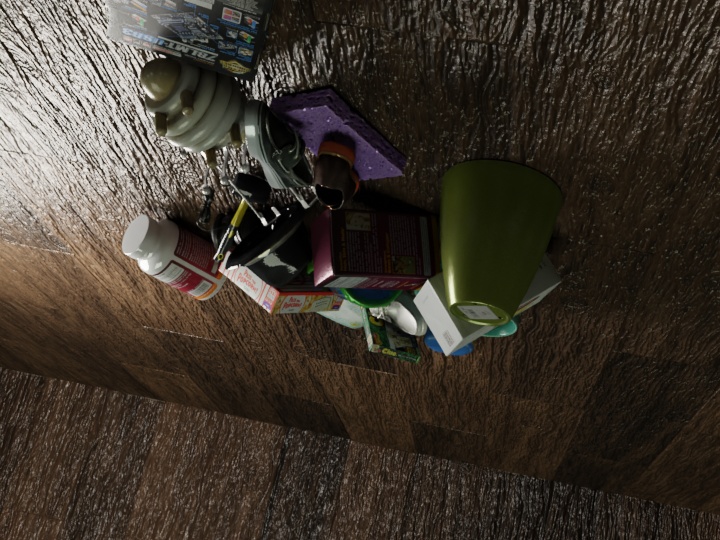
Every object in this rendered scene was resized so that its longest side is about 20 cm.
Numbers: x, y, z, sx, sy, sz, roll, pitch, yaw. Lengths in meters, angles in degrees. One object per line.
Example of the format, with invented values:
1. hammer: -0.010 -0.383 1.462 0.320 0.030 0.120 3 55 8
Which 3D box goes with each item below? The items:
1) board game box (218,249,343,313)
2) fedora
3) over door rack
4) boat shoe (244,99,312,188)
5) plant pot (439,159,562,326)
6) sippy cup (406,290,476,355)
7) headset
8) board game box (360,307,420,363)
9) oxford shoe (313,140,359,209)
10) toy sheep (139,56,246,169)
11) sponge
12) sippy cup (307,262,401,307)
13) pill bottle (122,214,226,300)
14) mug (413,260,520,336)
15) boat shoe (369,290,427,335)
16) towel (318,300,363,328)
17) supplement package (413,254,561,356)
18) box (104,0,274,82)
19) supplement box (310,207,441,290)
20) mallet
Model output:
1. board game box: -0.141 0.020 1.747 0.151 0.047 0.199 36 -160 30
2. fedora: -0.136 -0.033 1.601 0.092 0.201 0.200 51 147 -14
3. over door rack: -0.178 -0.143 1.473 0.200 0.067 0.147 41 150 -22
4. boat shoe: -0.110 -0.178 1.326 0.070 0.073 0.200 2 161 11
5. plant pot: 0.193 -0.028 1.399 0.184 0.203 0.188 11 160 4
6. sippy cup: 0.177 0.086 1.799 0.176 0.132 0.139 -5 153 39
7. headset: -0.222 -0.086 1.728 0.122 0.096 0.199 0 171 34
8. board game box: 0.051 0.093 1.823 0.103 0.201 0.024 13 124 -20
9. oxford shoe: -0.044 -0.123 1.399 0.070 0.074 0.200 14 166 6
10. toy sheep: -0.216 -0.218 1.269 0.136 0.140 0.199 -3 153 37
11. sponge: -0.031 -0.191 1.366 0.110 0.030 0.199 -2 155 37
12. sippy cup: 0.000 0.000 1.690 0.178 0.140 0.130 44 163 -12
13. pill bottle: -0.365 -0.029 1.869 0.112 0.115 0.199 -7 150 43
14. mug: 0.202 0.030 1.662 0.151 0.116 0.184 -6 151 43
15. boat shoe: 0.045 0.064 1.776 0.069 0.072 0.199 -16 -141 -35
16. towel: -0.042 0.062 1.992 0.198 0.049 0.171 22 158 -21
17. supplement package: 0.204 0.033 1.529 0.198 0.110 0.114 -28 168 -17
18. box: -0.204 -0.318 1.125 0.197 0.050 0.199 16 160 -8
19. supplement box: 0.025 -0.032 1.544 0.197 0.112 0.085 2 165 -25
20. mallet: -0.222 -0.089 1.626 0.065 0.042 0.200 24 129 -20
